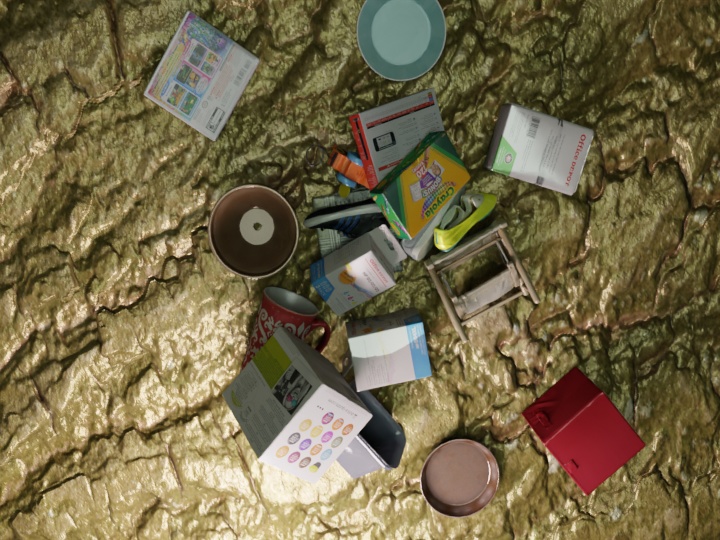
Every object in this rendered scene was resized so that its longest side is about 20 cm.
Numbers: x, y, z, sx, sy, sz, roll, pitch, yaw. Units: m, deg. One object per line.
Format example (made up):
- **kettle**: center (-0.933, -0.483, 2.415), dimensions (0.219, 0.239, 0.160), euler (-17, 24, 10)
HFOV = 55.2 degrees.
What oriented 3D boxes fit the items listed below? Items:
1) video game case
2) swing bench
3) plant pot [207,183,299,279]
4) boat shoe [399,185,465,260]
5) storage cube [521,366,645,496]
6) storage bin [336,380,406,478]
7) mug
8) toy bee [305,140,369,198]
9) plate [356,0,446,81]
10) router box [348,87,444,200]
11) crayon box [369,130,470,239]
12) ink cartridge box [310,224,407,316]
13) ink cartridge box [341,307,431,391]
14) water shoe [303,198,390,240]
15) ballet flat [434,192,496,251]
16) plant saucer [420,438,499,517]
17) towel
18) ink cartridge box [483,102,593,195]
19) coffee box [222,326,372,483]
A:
- **video game case**: center (-0.339, -0.415, 1.476), dimensions (0.180, 0.024, 0.203), euler (31, 98, -8)
- **swing bench**: center (0.266, 0.016, 1.544), dimensions (0.195, 0.130, 0.204), euler (-27, 96, 3)
- **plant pot**: center (-0.230, -0.090, 1.509), dimensions (0.194, 0.093, 0.207), euler (-1, 100, -3)
- **boat shoe**: center (0.158, -0.122, 1.534), dimensions (0.071, 0.070, 0.203), euler (33, 84, 22)
- **storage cube**: center (0.512, 0.367, 1.601), dimensions (0.179, 0.171, 0.201), euler (-40, 100, 4)
- **storage bin**: center (-0.009, 0.375, 1.602), dimensions (0.133, 0.146, 0.201), euler (-35, 103, 32)
- **mug**: center (-0.171, 0.167, 1.543), dimensions (0.174, 0.134, 0.204), euler (24, 102, 3)
- **toy bee**: center (-0.026, -0.237, 1.485), dimensions (0.130, 0.109, 0.200), euler (-40, 119, 8)
- **plate**: center (0.087, -0.512, 1.481), dimensions (0.194, 0.026, 0.206), euler (-1, 101, -4)
- **router box**: center (0.090, -0.267, 1.455), dimensions (0.196, 0.049, 0.184), euler (-23, 104, -26)
- **crayon box**: center (0.125, -0.176, 1.419), dimensions (0.200, 0.058, 0.120), euler (-45, 115, -18)
- **ink cartridge box**: center (0.000, 0.000, 1.513), dimensions (0.197, 0.069, 0.116), euler (-29, 126, 16)
- **ink cartridge box**: center (0.048, 0.179, 1.559), dimensions (0.194, 0.129, 0.129), euler (-11, 101, -2)
- **water shoe**: center (-0.027, -0.101, 1.502), dimensions (0.194, 0.072, 0.081), euler (-11, 107, 3)
- **ballet flat**: center (0.228, -0.125, 1.505), dimensions (0.200, 0.066, 0.068), euler (-43, 125, -23)
- **plant saucer**: center (0.240, 0.501, 1.681), dimensions (0.194, 0.035, 0.207), euler (-1, 102, -4)
- **towel**: center (-0.005, -0.084, 1.560), dimensions (0.187, 0.035, 0.206), euler (-8, 103, 1)
- **ink cartridge box**: center (0.390, -0.266, 1.515), dimensions (0.195, 0.084, 0.150), euler (16, 100, -7)
- **coffee box**: center (-0.133, 0.283, 1.442), dimensions (0.198, 0.200, 0.199), euler (-48, 136, 1)
